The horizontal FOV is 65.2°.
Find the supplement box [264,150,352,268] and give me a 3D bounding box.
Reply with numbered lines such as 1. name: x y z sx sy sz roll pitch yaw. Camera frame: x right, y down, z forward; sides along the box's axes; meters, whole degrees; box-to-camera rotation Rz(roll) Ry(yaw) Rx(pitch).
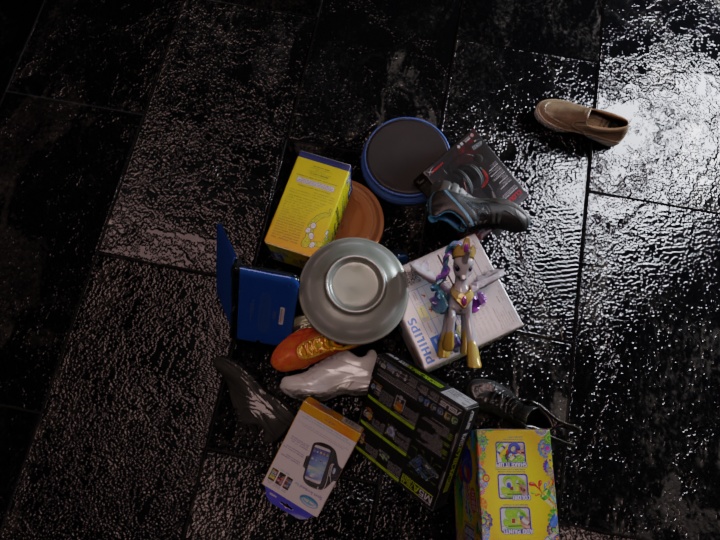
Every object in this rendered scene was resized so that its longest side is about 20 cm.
1. supplement box: -0.097 -0.112 1.109 0.109 0.109 0.200 18 75 6

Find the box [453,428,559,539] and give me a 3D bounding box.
1. box: 0.235 0.367 0.945 0.122 0.200 0.193 1 73 -2

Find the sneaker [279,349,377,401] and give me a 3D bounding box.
1. sneaker: -0.055 0.194 1.076 0.199 0.078 0.100 -4 64 -8

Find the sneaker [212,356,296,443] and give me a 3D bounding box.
1. sneaker: -0.213 0.241 1.058 0.200 0.076 0.091 40 84 13

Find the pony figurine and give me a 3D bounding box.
1. pony figurine: 0.165 0.045 0.938 0.166 0.193 0.201 1 93 4

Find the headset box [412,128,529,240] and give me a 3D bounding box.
1. headset box: 0.232 -0.161 1.150 0.149 0.075 0.200 -41 94 -11

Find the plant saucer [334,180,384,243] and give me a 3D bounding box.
1. plant saucer: -0.050 -0.102 1.179 0.200 0.032 0.201 0 73 1

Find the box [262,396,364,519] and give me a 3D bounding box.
1. box: -0.091 0.344 1.016 0.119 0.041 0.200 28 99 9

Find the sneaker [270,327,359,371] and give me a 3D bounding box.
1. sneaker: -0.073 0.128 1.024 0.200 0.077 0.073 -23 84 1

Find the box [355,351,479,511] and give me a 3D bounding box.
1. box: 0.087 0.269 0.967 0.200 0.047 0.194 26 110 40

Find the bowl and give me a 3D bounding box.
1. bowl: 0.101 -0.239 1.214 0.200 0.039 0.201 0 74 1

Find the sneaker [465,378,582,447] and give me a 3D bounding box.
1. sneaker: 0.292 0.256 1.029 0.200 0.104 0.060 31 75 9

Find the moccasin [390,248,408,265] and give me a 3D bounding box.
1. moccasin: 0.000 0.000 1.115 0.200 0.081 0.068 -25 54 -20

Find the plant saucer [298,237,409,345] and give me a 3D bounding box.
1. plant saucer: -0.010 0.029 0.992 0.200 0.050 0.201 1 72 -5

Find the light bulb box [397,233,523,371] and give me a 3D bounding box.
1. light bulb box: 0.165 0.068 1.076 0.200 0.125 0.199 -23 75 -5

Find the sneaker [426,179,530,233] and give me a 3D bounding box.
1. sneaker: 0.219 -0.099 1.062 0.200 0.073 0.082 16 62 2

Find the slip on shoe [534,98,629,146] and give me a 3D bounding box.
1. slip on shoe: 0.482 -0.331 1.226 0.200 0.061 0.076 25 75 8

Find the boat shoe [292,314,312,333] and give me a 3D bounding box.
1. boat shoe: -0.040 0.109 1.099 0.200 0.072 0.066 -9 82 0

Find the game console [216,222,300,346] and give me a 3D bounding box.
1. game console: -0.199 0.030 1.053 0.170 0.200 0.118 11 45 -4
